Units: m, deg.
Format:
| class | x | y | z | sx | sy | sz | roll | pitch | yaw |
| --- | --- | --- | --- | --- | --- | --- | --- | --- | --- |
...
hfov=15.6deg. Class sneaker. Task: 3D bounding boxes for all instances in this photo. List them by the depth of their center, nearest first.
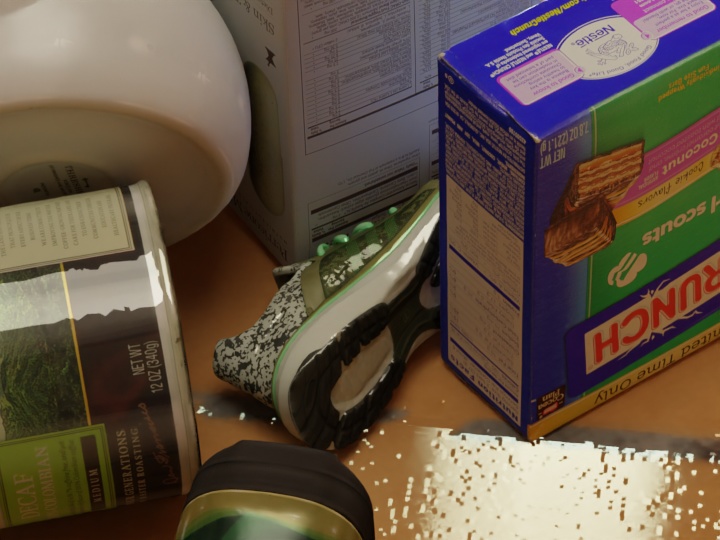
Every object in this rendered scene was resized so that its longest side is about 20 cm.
| class | x | y | z | sx | sy | sz | roll | pitch | yaw |
| --- | --- | --- | --- | --- | --- | --- | --- | --- | --- |
| sneaker | 0.000 | 0.000 | 1.278 | 0.088 | 0.077 | 0.200 | 19 | 46 | 33 |

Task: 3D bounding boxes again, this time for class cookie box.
| class | x | y | z | sx | sy | sz | roll | pitch | yaw |
| --- | --- | --- | --- | --- | --- | --- | --- | --- | --- |
| cookie box | 0.124 | -0.041 | 1.217 | 0.171 | 0.201 | 0.075 | -28 | 52 | -22 |

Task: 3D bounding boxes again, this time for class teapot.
| class | x | y | z | sx | sy | sz | roll | pitch | yaw |
| --- | --- | --- | --- | --- | --- | --- | --- | --- | --- |
| teapot | -0.143 | -0.100 | 1.251 | 0.197 | 0.200 | 0.147 | 14 | 58 | -32 |

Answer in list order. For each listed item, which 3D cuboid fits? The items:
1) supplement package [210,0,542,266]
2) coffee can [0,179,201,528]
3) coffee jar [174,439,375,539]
| class | x | y | z | sx | sy | sz | roll | pitch | yaw |
| --- | --- | --- | --- | --- | --- | --- | --- | --- | --- |
| supplement package | -0.011 | -0.135 | 1.315 | 0.150 | 0.201 | 0.152 | -25 | 49 | -21 |
| coffee can | -0.181 | 0.047 | 1.183 | 0.199 | 0.147 | 0.147 | -10 | 46 | -7 |
| coffee jar | -0.048 | 0.171 | 1.085 | 0.085 | 0.105 | 0.201 | 8 | 47 | 7 |
